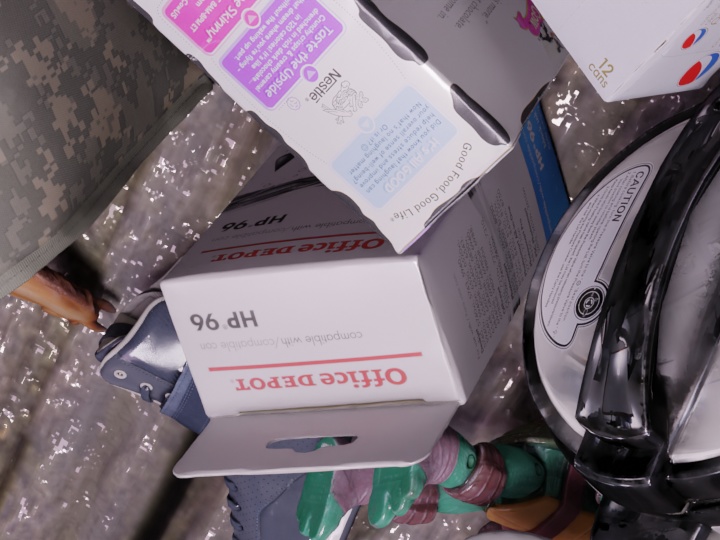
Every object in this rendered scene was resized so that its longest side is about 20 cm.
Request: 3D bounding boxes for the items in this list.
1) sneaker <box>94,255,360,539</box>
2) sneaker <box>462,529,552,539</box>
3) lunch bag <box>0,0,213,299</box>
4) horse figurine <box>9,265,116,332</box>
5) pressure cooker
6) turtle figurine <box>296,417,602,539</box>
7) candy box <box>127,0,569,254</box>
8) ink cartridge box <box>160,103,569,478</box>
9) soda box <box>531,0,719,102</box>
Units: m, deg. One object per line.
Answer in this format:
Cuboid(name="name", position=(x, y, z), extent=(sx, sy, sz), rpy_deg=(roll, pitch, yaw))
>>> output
Cuboid(name="sneaker", position=(-0.065, 0.085, 0.978), extent=(0.145, 0.077, 0.203), rpy_deg=(21, 116, -4))
Cuboid(name="sneaker", position=(0.116, 0.193, 0.850), extent=(0.199, 0.112, 0.073), rpy_deg=(23, 140, -22))
Cuboid(name="lunch bag", position=(-0.169, -0.090, 0.850), extent=(0.117, 0.200, 0.165), rpy_deg=(-13, 114, 28))
Cuboid(name="horse figurine", position=(-0.212, -0.040, 0.966), extent=(0.132, 0.050, 0.200), rpy_deg=(17, 148, 34))
Cuboid(name="pressure cooker", position=(0.160, 0.029, 0.766), extent=(0.178, 0.177, 0.200), rpy_deg=(-32, 134, 20))
Cuboid(name="turtle figurine", position=(0.081, 0.113, 0.916), extent=(0.199, 0.101, 0.150), rpy_deg=(18, 141, -25))
Cuboid(name="candy box", position=(-0.010, -0.130, 0.779), extent=(0.200, 0.168, 0.072), rpy_deg=(43, 126, -5))
Cuboid(name="ink cartridge box", position=(0.000, 0.000, 0.832), extent=(0.115, 0.200, 0.068), rpy_deg=(-6, 117, 25))
Cuboid(name="soda box", position=(0.070, -0.159, 0.742), extent=(0.064, 0.068, 0.200), rpy_deg=(-47, 69, 36))
